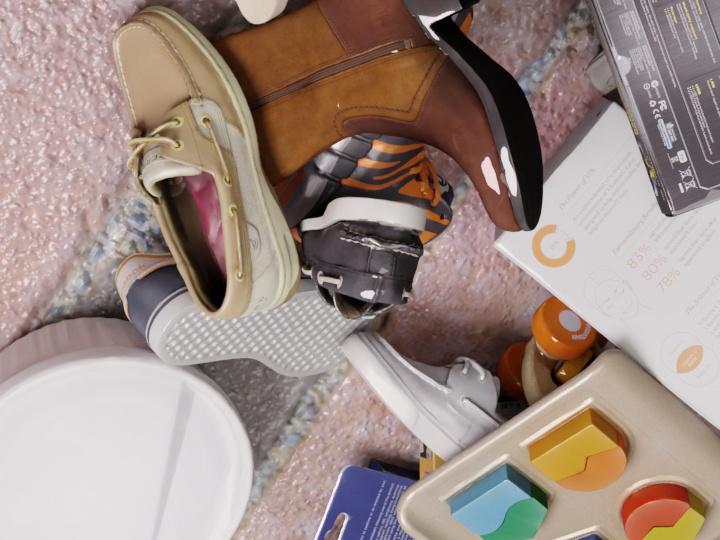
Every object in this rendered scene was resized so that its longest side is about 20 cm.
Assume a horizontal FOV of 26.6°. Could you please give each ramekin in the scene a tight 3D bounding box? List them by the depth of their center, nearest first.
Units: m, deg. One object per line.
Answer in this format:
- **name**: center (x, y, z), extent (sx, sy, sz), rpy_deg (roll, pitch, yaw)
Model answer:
- **ramekin**: center (-0.178, 0.124, 1.023), extent (0.201, 0.094, 0.203), rpy_deg (-8, 118, -15)

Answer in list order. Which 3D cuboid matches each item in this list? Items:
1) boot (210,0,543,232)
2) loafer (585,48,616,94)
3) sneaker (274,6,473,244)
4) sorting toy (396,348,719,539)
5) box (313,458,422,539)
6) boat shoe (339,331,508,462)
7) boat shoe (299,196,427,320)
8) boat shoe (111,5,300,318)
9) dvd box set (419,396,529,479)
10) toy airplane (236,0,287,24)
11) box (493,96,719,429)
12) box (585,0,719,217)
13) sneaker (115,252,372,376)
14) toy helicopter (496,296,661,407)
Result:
- **boot**: center (-0.005, -0.081, 0.919), extent (0.199, 0.068, 0.189), rpy_deg (-24, 97, 24)
- **loafer**: center (0.249, -0.158, 1.016), extent (0.199, 0.070, 0.070), rpy_deg (-23, 97, 20)
- **sneaker**: center (0.030, -0.093, 1.006), extent (0.112, 0.078, 0.200), rpy_deg (25, 116, -32)
- **sorting toy**: center (0.154, 0.164, 1.050), extent (0.200, 0.037, 0.185), rpy_deg (-40, 118, 22)
- **box**: center (0.048, 0.219, 1.175), extent (0.199, 0.032, 0.122), rpy_deg (19, 97, -27)
- **boat shoe**: center (0.072, 0.100, 1.074), extent (0.200, 0.072, 0.069), rpy_deg (43, 90, -14)
- **boat shoe**: center (0.000, 0.000, 0.920), extent (0.074, 0.200, 0.061), rpy_deg (10, 83, -9)
- **boat shoe**: center (-0.102, -0.065, 0.919), extent (0.074, 0.066, 0.201), rpy_deg (-28, 87, 39)
- **dvd box set**: center (0.116, 0.196, 1.153), extent (0.146, 0.029, 0.201), rpy_deg (-1, 92, -21)
- **toy airplane**: center (-0.098, -0.260, 0.830), extent (0.199, 0.141, 0.200), rpy_deg (28, 122, 4)
- **box**: center (0.205, -0.008, 1.041), extent (0.200, 0.097, 0.125), rpy_deg (39, 100, -2)
- **box**: center (0.232, -0.154, 0.953), extent (0.158, 0.048, 0.201), rpy_deg (-21, 92, 3)
- **sneaker**: center (-0.076, 0.019, 1.023), extent (0.200, 0.079, 0.079), rpy_deg (10, 118, -50)
- **toy helicopter**: center (0.209, 0.081, 1.128), extent (0.199, 0.133, 0.079), rpy_deg (-12, 150, -32)
